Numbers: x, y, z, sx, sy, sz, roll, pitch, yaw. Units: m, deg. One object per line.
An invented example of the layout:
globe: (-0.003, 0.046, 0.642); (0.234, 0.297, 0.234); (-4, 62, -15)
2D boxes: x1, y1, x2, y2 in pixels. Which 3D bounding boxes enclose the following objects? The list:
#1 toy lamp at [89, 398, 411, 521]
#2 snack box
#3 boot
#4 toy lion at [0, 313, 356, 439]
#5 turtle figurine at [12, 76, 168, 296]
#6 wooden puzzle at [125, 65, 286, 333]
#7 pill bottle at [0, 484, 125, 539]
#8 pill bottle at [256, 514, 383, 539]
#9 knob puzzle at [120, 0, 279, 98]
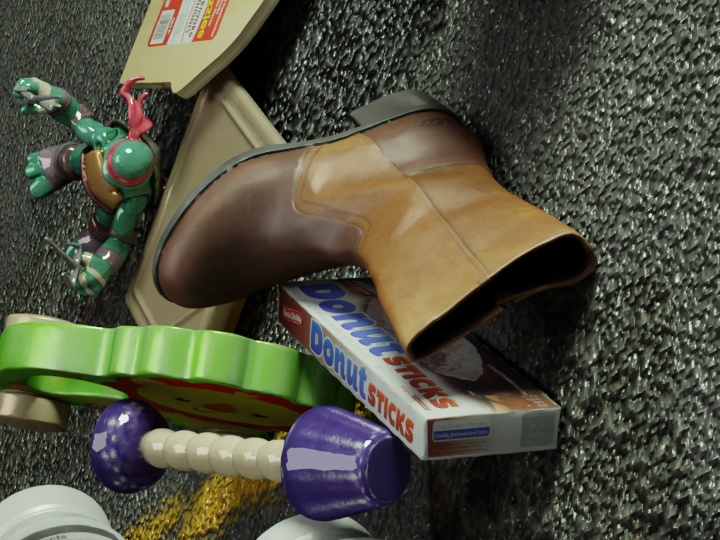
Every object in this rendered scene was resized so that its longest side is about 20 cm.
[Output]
toy lamp: (-0.057, 0.093, 1.089); (0.199, 0.058, 0.059); (0, 77, 43)
snack box: (0.024, 0.046, 1.085); (0.200, 0.071, 0.025); (-141, 51, -61)
boot: (0.000, 0.000, 1.084); (0.200, 0.187, 0.069); (-126, 16, -56)
toy lion: (-0.105, 0.061, 1.209); (0.192, 0.198, 0.069); (131, 149, -75)
turtle figurine: (-0.182, -0.059, 1.487); (0.200, 0.100, 0.151); (150, 108, -74)
wooden puzzle: (-0.097, -0.024, 1.406); (0.200, 0.037, 0.186); (-121, 50, -62)
pill bottle: (-0.182, 0.229, 1.364); (0.114, 0.112, 0.200); (-66, 28, 19)
pill bottle: (0.008, 0.194, 1.006); (0.200, 0.111, 0.113); (46, 118, 60)
knob puzzle: (-0.077, -0.203, 1.440); (0.219, 0.030, 0.221); (-39, 37, 38)
